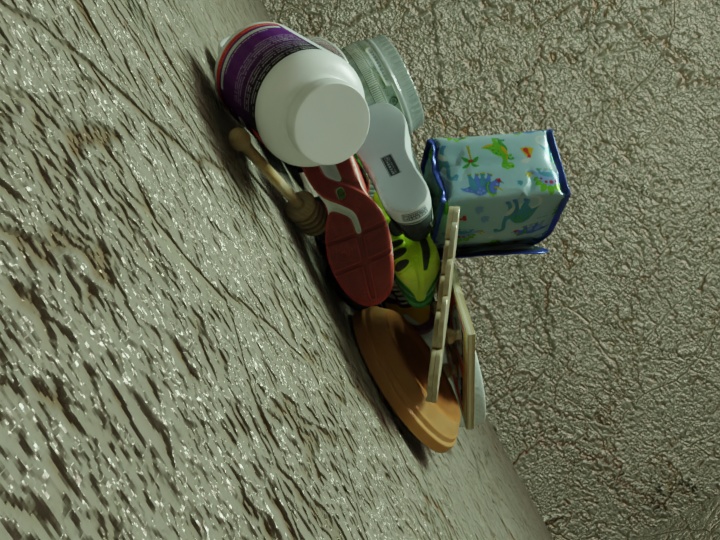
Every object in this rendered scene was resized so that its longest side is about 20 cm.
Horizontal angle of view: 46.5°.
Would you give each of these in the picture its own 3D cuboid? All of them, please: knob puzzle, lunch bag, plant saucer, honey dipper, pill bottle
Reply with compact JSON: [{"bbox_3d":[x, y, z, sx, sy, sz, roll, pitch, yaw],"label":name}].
[{"bbox_3d":[0.113,0.076,1.098,0.220,0.030,0.222,171,-90,-88],"label":"knob puzzle"},{"bbox_3d":[0.161,-0.077,1.093,0.200,0.168,0.129,99,-14,-62],"label":"lunch bag"},{"bbox_3d":[0.063,0.123,1.012,0.201,0.037,0.200,51,14,-17],"label":"plant saucer"},{"bbox_3d":[-0.087,-0.095,0.888,0.038,0.038,0.200,65,9,31],"label":"honey dipper"},{"bbox_3d":[-0.068,-0.174,0.834,0.113,0.112,0.200,58,-7,-36],"label":"pill bottle"}]

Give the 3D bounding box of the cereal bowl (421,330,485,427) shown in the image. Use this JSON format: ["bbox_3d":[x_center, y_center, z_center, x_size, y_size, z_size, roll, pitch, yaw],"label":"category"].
[{"bbox_3d":[0.130,0.151,1.322,0.200,0.082,0.202,168,-90,-87],"label":"cereal bowl"}]

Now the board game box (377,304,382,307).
[{"bbox_3d":[0.054,0.130,1.141,0.120,0.032,0.201,49,14,-52],"label":"board game box"}]

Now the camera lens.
[{"bbox_3d":[-0.026,-0.234,1.227,0.161,0.199,0.160,63,-2,3],"label":"camera lens"}]

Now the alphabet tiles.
[{"bbox_3d":[0.090,0.037,0.914,0.196,0.014,0.202,77,21,-70],"label":"alphabet tiles"}]

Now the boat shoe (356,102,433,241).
[{"bbox_3d":[0.036,-0.114,0.960,0.057,0.068,0.201,67,5,-48],"label":"boat shoe"}]

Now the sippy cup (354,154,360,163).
[{"bbox_3d":[-0.074,-0.197,1.074,0.130,0.176,0.141,-51,146,-73],"label":"sippy cup"}]

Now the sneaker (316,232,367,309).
[{"bbox_3d":[0.000,0.000,1.041,0.200,0.075,0.091,-106,170,-63],"label":"sneaker"}]

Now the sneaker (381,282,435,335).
[{"bbox_3d":[0.051,0.009,1.133,0.201,0.074,0.090,62,1,-16],"label":"sneaker"}]

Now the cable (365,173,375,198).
[{"bbox_3d":[0.035,-0.092,1.255,0.199,0.199,0.070,13,80,-41],"label":"cable"}]

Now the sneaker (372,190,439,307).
[{"bbox_3d":[0.053,-0.035,0.990,0.201,0.073,0.084,-92,178,-49],"label":"sneaker"}]

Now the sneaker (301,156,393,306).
[{"bbox_3d":[0.002,-0.058,0.947,0.115,0.078,0.202,7,67,-73],"label":"sneaker"}]

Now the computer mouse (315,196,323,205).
[{"bbox_3d":[-0.014,-0.041,1.190,0.058,0.034,0.200,16,-27,35],"label":"computer mouse"}]

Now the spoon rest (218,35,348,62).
[{"bbox_3d":[-0.093,-0.228,0.965,0.060,0.199,0.100,-25,130,-51],"label":"spoon rest"}]
